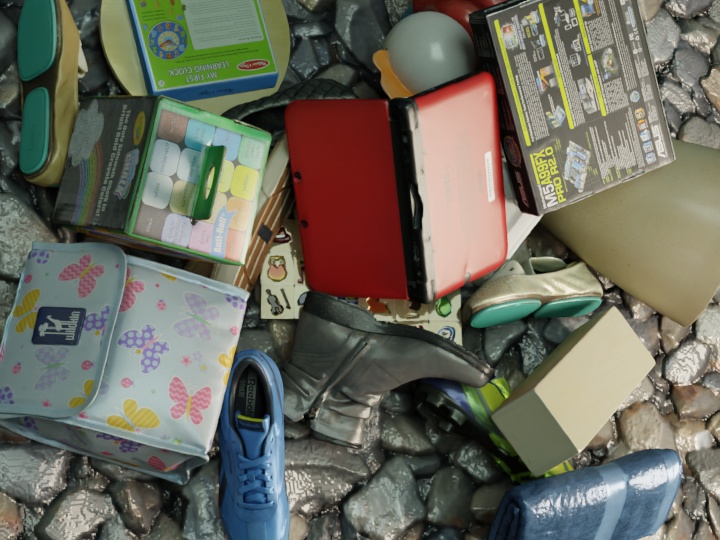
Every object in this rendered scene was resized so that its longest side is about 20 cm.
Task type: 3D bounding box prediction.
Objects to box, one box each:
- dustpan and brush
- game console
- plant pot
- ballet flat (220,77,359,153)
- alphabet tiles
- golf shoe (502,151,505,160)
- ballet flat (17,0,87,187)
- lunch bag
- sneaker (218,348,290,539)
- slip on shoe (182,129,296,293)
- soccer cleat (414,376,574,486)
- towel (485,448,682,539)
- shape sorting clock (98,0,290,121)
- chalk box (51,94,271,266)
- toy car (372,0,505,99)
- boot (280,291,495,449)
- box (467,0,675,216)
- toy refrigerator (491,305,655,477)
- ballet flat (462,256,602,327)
[{"bbox_3d":[0.113,-0.110,1.512,0.199,0.057,0.140,36,97,-16],"label":"dustpan and brush"},{"bbox_3d":[0.039,-0.082,1.478,0.172,0.118,0.202,-25,121,-34],"label":"game console"},{"bbox_3d":[0.281,-0.067,1.617,0.199,0.188,0.188,23,66,1],"label":"plant pot"},{"bbox_3d":[-0.087,-0.138,1.526,0.199,0.057,0.067,-32,116,-28],"label":"ballet flat"},{"bbox_3d":[0.000,0.000,1.526,0.198,0.008,0.169,1,77,-8],"label":"alphabet tiles"},{"bbox_3d":[0.052,-0.112,1.586,0.198,0.078,0.088,1,38,-11],"label":"golf shoe"},{"bbox_3d":[-0.287,-0.171,1.464,0.063,0.068,0.202,16,68,-48],"label":"ballet flat"},{"bbox_3d":[-0.217,0.077,1.374,0.199,0.127,0.171,19,65,-11],"label":"lunch bag"},{"bbox_3d":[-0.099,0.172,1.405,0.065,0.078,0.202,-3,84,-1],"label":"sneaker"},{"bbox_3d":[-0.105,-0.058,1.486,0.060,0.076,0.201,20,79,19],"label":"slip on shoe"},{"bbox_3d":[0.144,0.150,1.540,0.200,0.065,0.084,37,61,-9],"label":"soccer cleat"},{"bbox_3d":[0.222,0.236,1.521,0.199,0.112,0.049,-10,43,-26],"label":"towel"},{"bbox_3d":[-0.162,-0.235,1.539,0.198,0.039,0.202,7,75,-25],"label":"shape sorting clock"},{"bbox_3d":[-0.165,-0.079,1.374,0.123,0.199,0.125,17,86,-37],"label":"chalk box"},{"bbox_3d":[0.094,-0.207,1.549,0.177,0.184,0.200,47,57,-4],"label":"toy car"},{"bbox_3d":[0.017,0.111,1.477,0.199,0.070,0.133,19,85,5],"label":"boot"},{"bbox_3d":[0.204,-0.173,1.489,0.159,0.044,0.201,-22,106,-16],"label":"box"},{"bbox_3d":[0.211,0.118,1.540,0.076,0.070,0.200,53,39,0],"label":"toy refrigerator"},{"bbox_3d":[0.166,0.019,1.580,0.199,0.067,0.063,-2,63,-44],"label":"ballet flat"}]
